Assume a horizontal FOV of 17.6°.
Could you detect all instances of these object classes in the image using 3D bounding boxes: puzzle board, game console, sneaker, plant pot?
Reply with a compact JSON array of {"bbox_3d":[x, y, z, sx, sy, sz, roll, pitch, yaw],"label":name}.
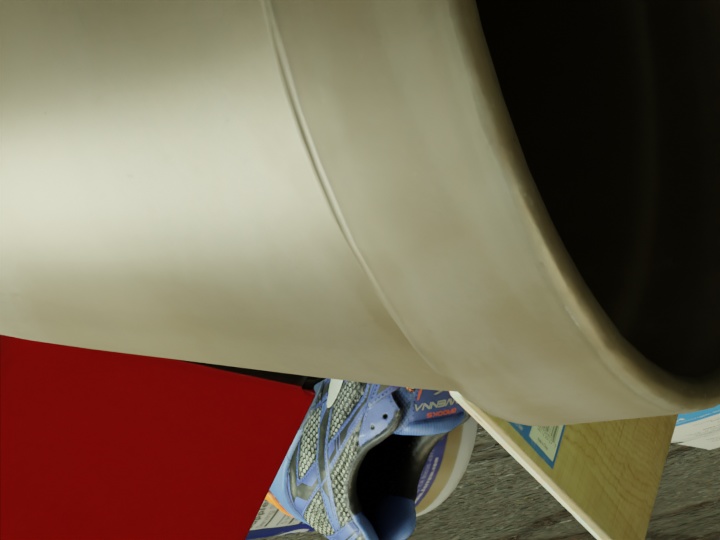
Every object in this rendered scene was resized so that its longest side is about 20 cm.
[{"bbox_3d":[0.077,-0.004,0.736,0.017,0.152,0.200,11,165,25],"label":"puzzle board"},{"bbox_3d":[-0.093,0.016,0.690,0.118,0.173,0.200,-34,161,14],"label":"game console"},{"bbox_3d":[0.019,0.030,0.952,0.075,0.078,0.201,-8,125,-37],"label":"sneaker"},{"bbox_3d":[-0.019,-0.059,0.504,0.172,0.202,0.200,-9,169,27],"label":"plant pot"}]

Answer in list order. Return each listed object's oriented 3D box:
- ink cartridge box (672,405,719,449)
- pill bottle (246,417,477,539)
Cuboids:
[{"bbox_3d":[0.164,0.020,1.110,0.067,0.117,0.200,-18,165,23],"label":"ink cartridge box"},{"bbox_3d":[-0.056,0.063,1.059,0.199,0.121,0.120,-2,162,-36],"label":"pill bottle"}]
